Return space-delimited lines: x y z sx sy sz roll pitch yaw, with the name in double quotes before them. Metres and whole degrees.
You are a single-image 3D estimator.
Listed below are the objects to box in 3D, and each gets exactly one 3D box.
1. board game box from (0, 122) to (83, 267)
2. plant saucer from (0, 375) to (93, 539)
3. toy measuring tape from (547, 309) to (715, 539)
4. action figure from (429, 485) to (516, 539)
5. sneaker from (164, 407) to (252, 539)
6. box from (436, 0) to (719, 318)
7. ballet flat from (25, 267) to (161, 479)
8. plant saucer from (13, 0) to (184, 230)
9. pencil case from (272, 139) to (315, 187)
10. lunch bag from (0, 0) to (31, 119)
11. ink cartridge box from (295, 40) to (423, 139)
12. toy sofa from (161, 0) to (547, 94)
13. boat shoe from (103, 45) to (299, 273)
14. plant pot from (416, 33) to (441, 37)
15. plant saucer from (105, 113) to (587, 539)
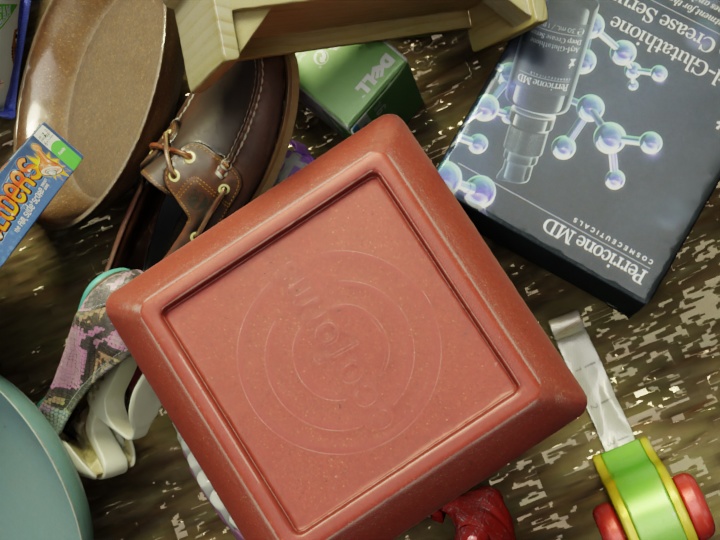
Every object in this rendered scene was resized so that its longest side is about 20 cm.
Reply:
"board game box" -0.264 0.007 0.713 0.034 0.136 0.200 42 122 -18
"plant saucer" -0.236 0.141 0.735 0.200 0.027 0.201 16 118 32
"toy measuring tape" 0.165 0.118 0.705 0.073 0.074 0.201 -22 81 5
"action figure" 0.097 0.208 0.704 0.200 0.065 0.099 41 120 -2
"sneaker" -0.066 0.095 0.707 0.088 0.081 0.200 -28 44 -7
"box" 0.156 -0.095 0.713 0.148 0.107 0.200 29 89 10
"ballet flat" -0.159 0.083 0.710 0.071 0.069 0.200 50 133 20
"plant saucer" -0.169 -0.122 0.757 0.200 0.037 0.201 -16 68 46
"pencil case" 0.000 0.000 0.709 0.200 0.084 0.086 37 104 31
"lunch bag" -0.318 -0.215 0.790 0.169 0.124 0.201 7 91 11
"ink cartridge box" -0.016 -0.130 0.743 0.200 0.104 0.059 42 91 11
"toy sofa" -0.004 -0.164 0.632 0.199 0.083 0.098 -12 91 -21
"boat shoe" -0.100 -0.051 0.695 0.070 0.070 0.200 43 119 41
"plant pot" 0.027 -0.271 0.713 0.200 0.184 0.201 -1 83 8
"plant saucer" -0.011 0.044 0.616 0.200 0.037 0.200 -33 82 0
